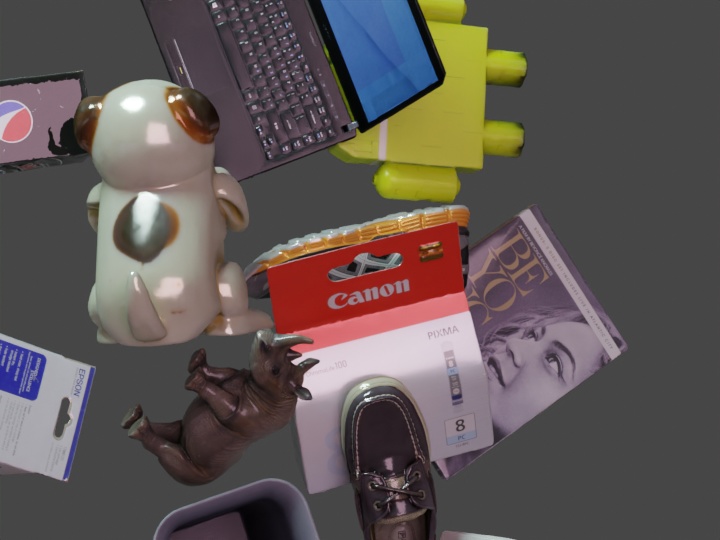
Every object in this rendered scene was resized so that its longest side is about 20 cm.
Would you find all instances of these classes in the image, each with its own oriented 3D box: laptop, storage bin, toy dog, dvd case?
[{"bbox_3d":[-0.057,-0.186,1.760,0.199,0.103,0.178,-21,84,-4],"label":"laptop"},{"bbox_3d":[-0.101,0.273,1.712,0.145,0.134,0.201,-18,89,-17],"label":"storage bin"},{"bbox_3d":[-0.162,-0.045,1.693,0.139,0.194,0.201,-3,92,21],"label":"toy dog"},{"bbox_3d":[0.109,0.059,1.856,0.200,0.016,0.149,-34,94,-17],"label":"dvd case"}]

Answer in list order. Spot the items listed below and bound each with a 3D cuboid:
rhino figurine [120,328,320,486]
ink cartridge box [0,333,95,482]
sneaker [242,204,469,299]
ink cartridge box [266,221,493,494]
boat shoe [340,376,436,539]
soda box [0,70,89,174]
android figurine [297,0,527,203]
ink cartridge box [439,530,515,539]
[{"bbox_3d":[-0.099,0.102,1.716,0.087,0.200,0.060,39,36,-17],"label":"rhino figurine"},{"bbox_3d":[-0.306,0.090,1.670,0.199,0.039,0.100,22,65,-21],"label":"ink cartridge box"},{"bbox_3d":[0.000,0.000,1.797,0.199,0.078,0.078,-12,96,-10],"label":"sneaker"},{"bbox_3d":[0.018,0.071,1.750,0.159,0.047,0.201,-14,125,-9],"label":"ink cartridge box"},{"bbox_3d":[0.029,0.179,1.751,0.072,0.065,0.201,-10,119,-8],"label":"boat shoe"},{"bbox_3d":[-0.312,-0.108,1.726,0.199,0.063,0.071,-8,87,-17],"label":"soda box"},{"bbox_3d":[0.042,-0.148,1.846,0.199,0.041,0.183,6,83,-17],"label":"android figurine"},{"bbox_3d":[0.131,0.325,1.755,0.147,0.145,0.201,22,78,-28],"label":"ink cartridge box"}]
